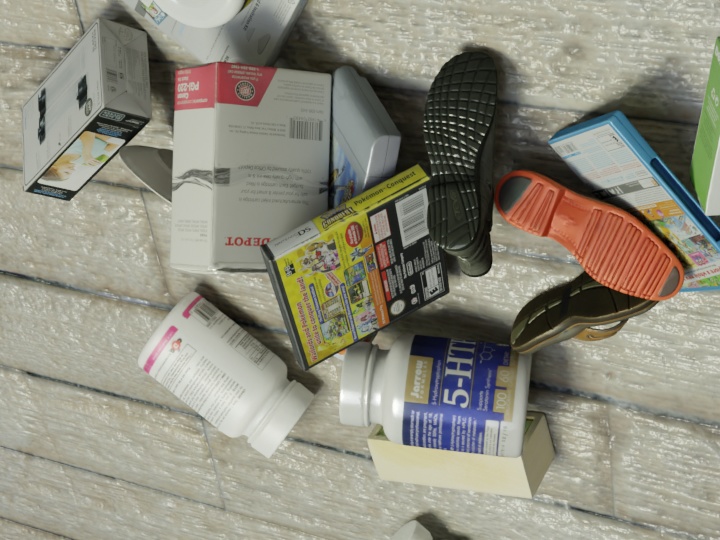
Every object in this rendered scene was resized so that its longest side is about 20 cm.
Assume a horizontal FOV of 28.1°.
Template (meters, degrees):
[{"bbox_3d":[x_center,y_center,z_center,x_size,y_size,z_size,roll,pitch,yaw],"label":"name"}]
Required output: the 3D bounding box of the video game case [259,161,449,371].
[{"bbox_3d":[0.000,0.000,1.445,0.026,0.180,0.201,55,167,34],"label":"video game case"}]

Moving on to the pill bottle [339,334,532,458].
[{"bbox_3d":[0.081,0.131,1.546,0.198,0.120,0.121,5,129,7],"label":"pill bottle"}]

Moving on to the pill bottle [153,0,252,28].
[{"bbox_3d":[-0.107,-0.310,1.297,0.111,0.200,0.113,17,132,21],"label":"pill bottle"}]

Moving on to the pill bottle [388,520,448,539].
[{"bbox_3d":[0.112,0.408,1.787,0.200,0.112,0.112,44,135,-5],"label":"pill bottle"}]

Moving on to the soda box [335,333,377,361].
[{"bbox_3d":[0.006,0.011,1.571,0.063,0.069,0.201,28,134,7],"label":"soda box"}]

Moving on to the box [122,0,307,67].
[{"bbox_3d":[-0.158,-0.293,1.459,0.199,0.041,0.156,38,136,2],"label":"box"}]

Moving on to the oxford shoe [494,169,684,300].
[{"bbox_3d":[0.227,-0.041,1.382,0.199,0.072,0.072,35,111,16],"label":"oxford shoe"}]

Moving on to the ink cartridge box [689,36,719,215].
[{"bbox_3d":[0.347,-0.143,1.206,0.103,0.060,0.201,-2,130,-3],"label":"ink cartridge box"}]

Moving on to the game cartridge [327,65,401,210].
[{"bbox_3d":[-0.020,-0.089,1.468,0.041,0.134,0.201,1,132,-26],"label":"game cartridge"}]

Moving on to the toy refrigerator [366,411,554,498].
[{"bbox_3d":[0.113,0.200,1.647,0.198,0.076,0.070,3,125,32],"label":"toy refrigerator"}]

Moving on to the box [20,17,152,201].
[{"bbox_3d":[-0.307,-0.175,1.592,0.060,0.118,0.200,11,148,-36],"label":"box"}]

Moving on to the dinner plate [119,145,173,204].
[{"bbox_3d":[-0.167,-0.086,1.544,0.199,0.200,0.024,35,103,5],"label":"dinner plate"}]

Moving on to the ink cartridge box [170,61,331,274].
[{"bbox_3d":[-0.108,-0.097,1.428,0.084,0.145,0.202,1,90,51],"label":"ink cartridge box"}]

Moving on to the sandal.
[{"bbox_3d":[0.233,0.045,1.449,0.054,0.082,0.199,36,137,-22],"label":"sandal"}]

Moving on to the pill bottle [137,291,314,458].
[{"bbox_3d":[-0.161,0.129,1.741,0.199,0.114,0.114,38,136,1],"label":"pill bottle"}]

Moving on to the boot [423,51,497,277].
[{"bbox_3d":[0.104,-0.101,1.404,0.067,0.202,0.131,4,171,15],"label":"boot"}]

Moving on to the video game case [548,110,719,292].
[{"bbox_3d":[0.269,-0.059,1.332,0.200,0.018,0.143,48,167,-8],"label":"video game case"}]
